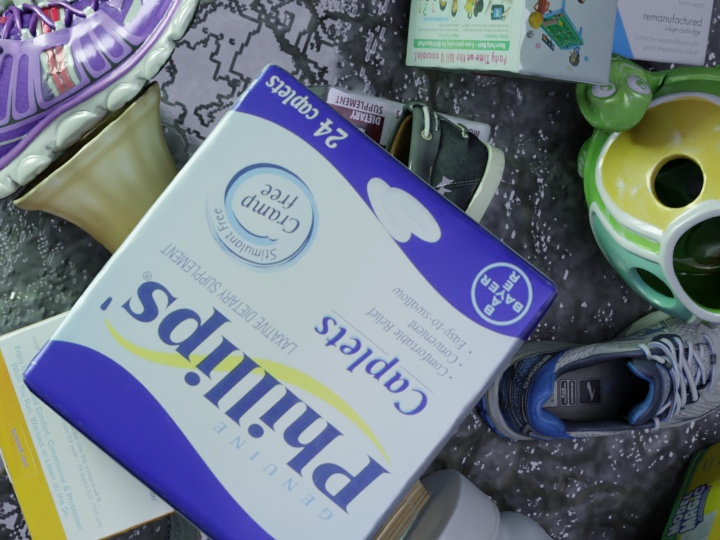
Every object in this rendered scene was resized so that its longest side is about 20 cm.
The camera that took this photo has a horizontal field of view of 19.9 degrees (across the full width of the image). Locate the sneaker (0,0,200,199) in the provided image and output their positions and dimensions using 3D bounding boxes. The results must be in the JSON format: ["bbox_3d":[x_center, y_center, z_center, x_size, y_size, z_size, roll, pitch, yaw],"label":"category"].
[{"bbox_3d":[-0.161,-0.121,1.114,0.200,0.081,0.083,-39,111,13],"label":"sneaker"}]

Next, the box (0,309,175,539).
[{"bbox_3d":[-0.095,0.064,1.087,0.198,0.041,0.120,-20,85,-6],"label":"box"}]

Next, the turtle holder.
[{"bbox_3d":[0.202,-0.053,1.211,0.139,0.132,0.187,-8,121,4],"label":"turtle holder"}]

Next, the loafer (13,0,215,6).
[{"bbox_3d":[-0.101,-0.184,1.167,0.198,0.070,0.071,-22,100,-16],"label":"loafer"}]

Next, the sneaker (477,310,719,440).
[{"bbox_3d":[0.176,0.071,1.267,0.198,0.085,0.078,-13,97,-18],"label":"sneaker"}]

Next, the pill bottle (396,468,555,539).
[{"bbox_3d":[0.095,0.219,1.234,0.200,0.114,0.114,43,80,-16],"label":"pill bottle"}]

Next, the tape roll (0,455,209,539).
[{"bbox_3d":[-0.163,0.155,1.161,0.198,0.085,0.202,-1,94,-19],"label":"tape roll"}]

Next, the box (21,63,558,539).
[{"bbox_3d":[-0.033,0.036,1.020,0.183,0.105,0.201,38,85,3],"label":"box"}]

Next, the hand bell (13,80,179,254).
[{"bbox_3d":[-0.090,0.005,1.144,0.104,0.104,0.200,-41,100,-12],"label":"hand bell"}]

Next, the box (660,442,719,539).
[{"bbox_3d":[0.228,0.208,1.254,0.118,0.048,0.200,51,36,-14],"label":"box"}]

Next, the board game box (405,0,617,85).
[{"bbox_3d":[0.091,-0.211,1.166,0.064,0.147,0.202,4,95,-24],"label":"board game box"}]

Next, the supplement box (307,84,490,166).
[{"bbox_3d":[0.000,0.000,1.217,0.108,0.061,0.202,12,91,-19],"label":"supplement box"}]

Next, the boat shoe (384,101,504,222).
[{"bbox_3d":[0.007,0.001,1.149,0.067,0.072,0.201,34,75,-24],"label":"boat shoe"}]

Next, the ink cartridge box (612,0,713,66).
[{"bbox_3d":[0.158,-0.231,1.234,0.115,0.068,0.202,2,100,-25],"label":"ink cartridge box"}]

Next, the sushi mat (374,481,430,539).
[{"bbox_3d":[-0.043,0.175,1.156,0.096,0.012,0.201,48,68,-27],"label":"sushi mat"}]
